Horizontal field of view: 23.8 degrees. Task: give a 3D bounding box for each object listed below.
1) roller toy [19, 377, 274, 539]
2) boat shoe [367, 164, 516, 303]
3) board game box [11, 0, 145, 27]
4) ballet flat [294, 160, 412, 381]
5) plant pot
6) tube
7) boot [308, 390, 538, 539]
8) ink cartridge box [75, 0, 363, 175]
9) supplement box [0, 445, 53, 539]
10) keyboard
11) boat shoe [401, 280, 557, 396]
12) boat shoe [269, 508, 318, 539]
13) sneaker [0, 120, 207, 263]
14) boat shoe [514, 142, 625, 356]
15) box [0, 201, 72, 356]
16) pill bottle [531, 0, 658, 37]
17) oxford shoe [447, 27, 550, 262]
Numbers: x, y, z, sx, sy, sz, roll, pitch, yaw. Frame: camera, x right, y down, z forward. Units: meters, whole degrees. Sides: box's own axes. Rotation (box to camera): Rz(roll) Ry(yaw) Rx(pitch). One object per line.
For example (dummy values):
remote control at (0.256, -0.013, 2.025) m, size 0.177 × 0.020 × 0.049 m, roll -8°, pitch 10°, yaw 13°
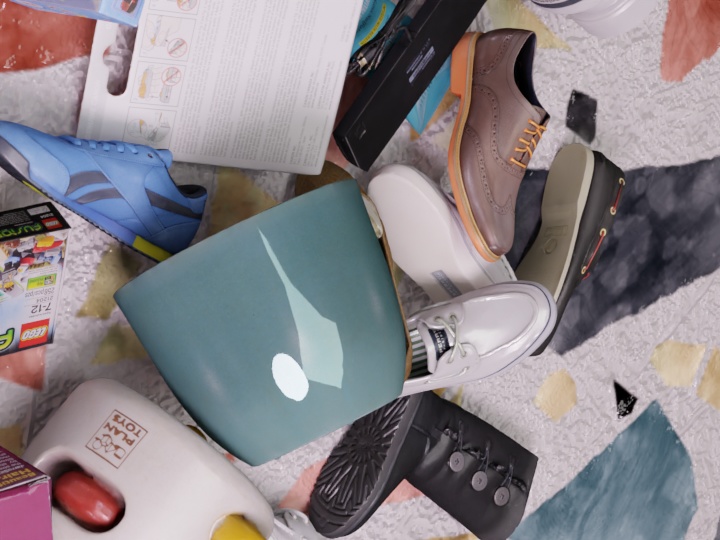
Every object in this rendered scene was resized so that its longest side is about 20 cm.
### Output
roller toy at (-0.161, 0.172, 1.258) m, size 0.182 × 0.200 × 0.140 m, roll 43°, pitch 74°, yaw -17°
boat shoe at (0.077, -0.028, 1.468) m, size 0.200 × 0.072 × 0.069 m, roll 47°, pitch 45°, yaw -28°
board game box at (-0.171, -0.271, 1.159) m, size 0.037 × 0.151 × 0.200 m, roll 15°, pitch 92°, yaw -38°
ballet flat at (0.000, 0.000, 1.364) m, size 0.068 × 0.072 × 0.200 m, roll -12°, pitch 83°, yaw -16°
plant pot at (-0.058, 0.048, 1.263) m, size 0.200 × 0.201 × 0.161 m, roll -24°, pitch 86°, yaw -31°
tube at (0.012, -0.192, 1.396) m, size 0.200 × 0.050 × 0.078 m, roll 36°, pitch 86°, yaw -44°
boot at (0.061, 0.197, 1.525) m, size 0.200 × 0.066 × 0.165 m, roll 39°, pitch 79°, yaw -42°
ink cartridge box at (-0.107, -0.161, 1.290) m, size 0.200 × 0.057 × 0.163 m, roll 6°, pitch 117°, yaw -19°
supplement box at (-0.304, 0.169, 1.137) m, size 0.131 × 0.200 × 0.103 m, roll -11°, pitch 108°, yaw -35°
keyboard at (0.038, -0.181, 1.372) m, size 0.200 × 0.021 × 0.127 m, roll -56°, pitch 156°, yaw -14°
boat shoe at (0.067, 0.065, 1.417) m, size 0.074 × 0.200 × 0.067 m, roll 66°, pitch 12°, yaw 12°
boat shoe at (-0.062, 0.238, 1.433) m, size 0.200 × 0.072 × 0.069 m, roll 52°, pitch 53°, yaw -31°
sneaker at (-0.191, -0.074, 1.246) m, size 0.200 × 0.066 × 0.079 m, roll 32°, pitch 88°, yaw -44°
boat shoe at (0.187, -0.012, 1.556) m, size 0.063 × 0.074 × 0.202 m, roll 24°, pitch 82°, yaw -31°
box at (-0.301, 0.022, 1.180) m, size 0.200 × 0.035 × 0.110 m, roll -15°, pitch 136°, yaw -35°
pill bottle at (0.168, -0.287, 1.442) m, size 0.200 × 0.119 × 0.120 m, roll 34°, pitch 80°, yaw -39°
oxford shoe at (0.118, -0.108, 1.424) m, size 0.071 × 0.073 × 0.201 m, roll 15°, pitch 71°, yaw -61°
